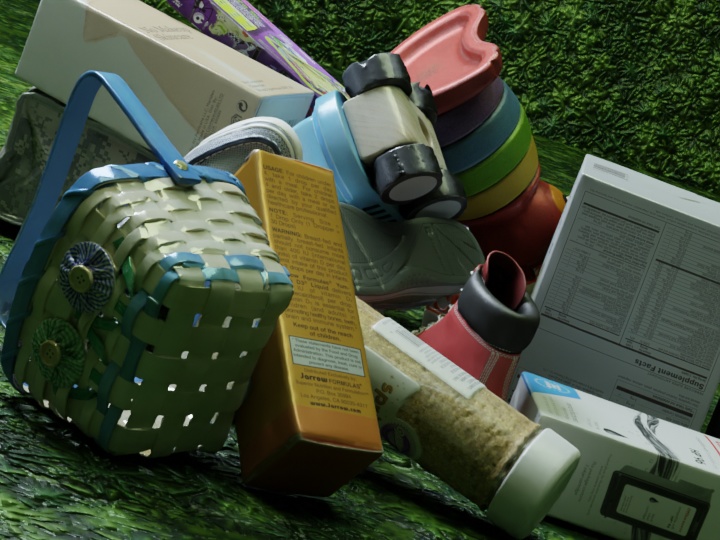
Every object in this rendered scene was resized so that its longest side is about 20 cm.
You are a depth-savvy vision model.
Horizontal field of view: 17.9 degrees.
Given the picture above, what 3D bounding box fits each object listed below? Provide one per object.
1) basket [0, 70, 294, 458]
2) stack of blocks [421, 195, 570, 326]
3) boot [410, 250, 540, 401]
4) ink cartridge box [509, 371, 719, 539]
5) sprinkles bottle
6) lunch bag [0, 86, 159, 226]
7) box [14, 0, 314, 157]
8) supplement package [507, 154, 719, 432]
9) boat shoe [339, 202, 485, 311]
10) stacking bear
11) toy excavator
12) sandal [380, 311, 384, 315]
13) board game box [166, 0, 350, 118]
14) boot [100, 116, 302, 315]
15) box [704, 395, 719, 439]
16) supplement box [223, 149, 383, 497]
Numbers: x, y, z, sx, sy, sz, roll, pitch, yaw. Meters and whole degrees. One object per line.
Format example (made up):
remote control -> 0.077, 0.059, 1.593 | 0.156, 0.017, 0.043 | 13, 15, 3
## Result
basket -> -0.140, 0.000, 1.334 | 0.139, 0.177, 0.200 | 4, 28, -38
stack of blocks -> 0.138, 0.018, 1.923 | 0.058, 0.116, 0.200 | 26, 30, 34
boot -> 0.062, 0.045, 1.571 | 0.072, 0.145, 0.200 | 14, 11, -23
ink cartridge box -> 0.196, 0.142, 1.535 | 0.199, 0.068, 0.116 | 19, 11, -6
sprinkles bottle -> 0.040, 0.085, 1.428 | 0.200, 0.068, 0.068 | 35, 14, 13
lunch bag -> -0.179, -0.067, 1.780 | 0.199, 0.118, 0.164 | 26, 12, -2
box -> -0.146, -0.139, 1.696 | 0.199, 0.078, 0.095 | 28, 17, 18
supplement package -> 0.201, 0.037, 1.709 | 0.150, 0.201, 0.152 | 21, 10, 4
boat shoe -> 0.000, -0.001, 1.589 | 0.201, 0.065, 0.075 | -1, 61, -44
stacking bear -> 0.095, -0.084, 1.777 | 0.200, 0.113, 0.122 | 58, 10, -29
toy excavator -> -0.025, -0.055, 1.669 | 0.194, 0.199, 0.100 | 40, 30, -66
sandal -> -0.034, -0.025, 1.830 | 0.200, 0.045, 0.075 | 47, 7, -33
board game box -> -0.058, -0.157, 1.783 | 0.200, 0.032, 0.120 | 41, 16, 1
boot -> -0.126, -0.026, 1.519 | 0.073, 0.200, 0.090 | 51, 15, -3
box -> 0.369, 0.163, 1.701 | 0.163, 0.087, 0.200 | 17, 11, -22
supplement box -> -0.042, 0.030, 1.362 | 0.069, 0.067, 0.201 | 10, 55, -33
